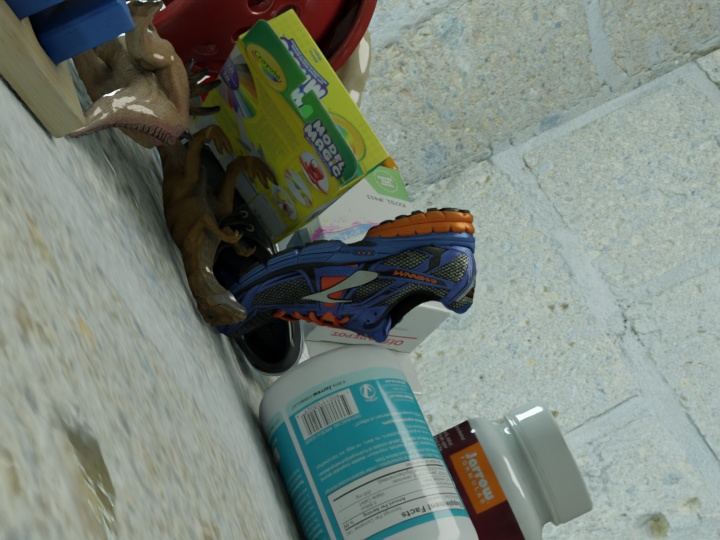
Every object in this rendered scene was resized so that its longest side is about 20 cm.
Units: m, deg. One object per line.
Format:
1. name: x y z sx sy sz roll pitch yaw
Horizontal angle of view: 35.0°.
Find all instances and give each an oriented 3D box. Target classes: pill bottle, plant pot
1. pill bottle: 0.073 0.186 0.898 0.114 0.199 0.115 -25 90 -90
2. pill bottle: 0.011 0.160 0.784 0.111 0.110 0.201 65 1 -64
3. plant pot: -0.097 -0.248 0.905 0.182 0.200 0.201 17 41 -49

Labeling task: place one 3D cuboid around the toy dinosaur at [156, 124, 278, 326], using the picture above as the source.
1. toy dinosaur: -0.120 -0.059 0.790 0.060 0.106 0.201 15 45 -48

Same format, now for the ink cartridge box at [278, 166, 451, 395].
1. ink cartridge box: 0.000 0.000 0.956 0.116 0.067 0.201 9 48 -36

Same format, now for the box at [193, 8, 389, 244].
1. box: -0.051 -0.095 0.779 0.118 0.048 0.200 57 -19 -2

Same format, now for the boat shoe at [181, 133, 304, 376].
1. boat shoe: -0.096 -0.013 0.876 0.066 0.069 0.201 146 -73 -89

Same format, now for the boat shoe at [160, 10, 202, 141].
1. boat shoe: -0.160 -0.130 0.955 0.067 0.057 0.201 -16 75 -54

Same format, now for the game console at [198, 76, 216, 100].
1. game console: -0.100 -0.094 1.130 0.172 0.118 0.201 -79 144 -89

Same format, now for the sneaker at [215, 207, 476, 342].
1. sneaker: -0.010 0.016 0.801 0.075 0.199 0.079 19 55 -76

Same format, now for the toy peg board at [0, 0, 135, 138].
1. toy peg board: -0.165 -0.206 0.530 0.200 0.097 0.200 64 1 -63

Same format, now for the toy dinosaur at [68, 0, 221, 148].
1. toy dinosaur: -0.134 -0.115 0.702 0.201 0.085 0.136 -105 179 -53

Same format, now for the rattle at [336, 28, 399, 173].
1. rattle: -0.009 -0.197 1.027 0.130 0.142 0.201 -39 -134 52
